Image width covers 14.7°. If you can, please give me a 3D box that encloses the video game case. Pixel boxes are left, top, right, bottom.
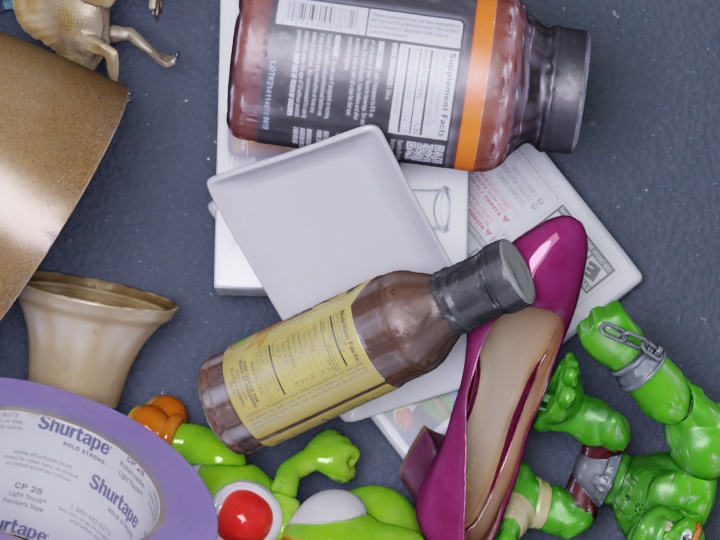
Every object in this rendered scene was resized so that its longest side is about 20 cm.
[{"bbox_3d":[0.039,-0.017,1.682,0.182,0.022,0.200,-38,85,-2],"label":"video game case"}]

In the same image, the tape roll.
[{"bbox_3d":[-0.184,0.146,1.524,0.199,0.200,0.085,24,114,4],"label":"tape roll"}]

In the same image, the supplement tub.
[{"bbox_3d":[0.028,-0.114,1.580,0.199,0.107,0.107,8,84,-1],"label":"supplement tub"}]

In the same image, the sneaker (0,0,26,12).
[{"bbox_3d":[-0.276,-0.128,1.677,0.086,0.078,0.200,43,87,2],"label":"sneaker"}]

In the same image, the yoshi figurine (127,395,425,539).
[{"bbox_3d":[-0.046,0.146,1.645,0.199,0.113,0.112,19,48,16],"label":"yoshi figurine"}]

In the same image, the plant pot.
[{"bbox_3d":[-0.265,-0.076,1.589,0.200,0.186,0.187,31,85,-12],"label":"plant pot"}]

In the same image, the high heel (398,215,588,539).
[{"bbox_3d":[0.090,0.070,1.581,0.067,0.096,0.201,13,113,-27],"label":"high heel"}]

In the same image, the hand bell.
[{"bbox_3d":[-0.176,0.109,1.654,0.104,0.104,0.201,11,96,3],"label":"hand bell"}]

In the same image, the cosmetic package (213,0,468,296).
[{"bbox_3d":[-0.010,-0.085,1.655,0.150,0.052,0.201,1,84,-1],"label":"cosmetic package"}]

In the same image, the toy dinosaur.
[{"bbox_3d":[-0.159,-0.172,1.653,0.101,0.058,0.201,5,104,14],"label":"toy dinosaur"}]

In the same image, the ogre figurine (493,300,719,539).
[{"bbox_3d":[0.149,0.124,1.623,0.119,0.098,0.201,20,92,-6],"label":"ogre figurine"}]

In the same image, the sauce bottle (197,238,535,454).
[{"bbox_3d":[0.005,0.041,1.576,0.199,0.065,0.065,-24,83,20],"label":"sauce bottle"}]

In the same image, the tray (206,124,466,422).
[{"bbox_3d":[0.000,0.000,1.598,0.107,0.022,0.200,-17,128,16],"label":"tray"}]
